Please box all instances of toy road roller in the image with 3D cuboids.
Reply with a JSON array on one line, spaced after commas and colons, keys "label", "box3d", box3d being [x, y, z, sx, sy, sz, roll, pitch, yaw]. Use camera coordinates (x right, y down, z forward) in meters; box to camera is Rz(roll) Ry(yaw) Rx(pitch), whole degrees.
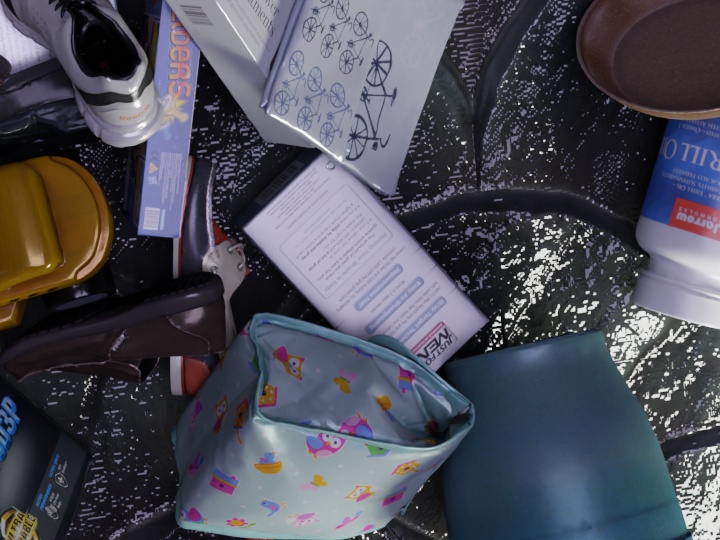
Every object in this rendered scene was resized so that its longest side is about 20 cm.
[{"label": "toy road roller", "box3d": [-0.286, -0.022, 1.659, 0.199, 0.146, 0.123, -16, 84, 1]}]

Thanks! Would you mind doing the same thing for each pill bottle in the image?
[{"label": "pill bottle", "box3d": [0.293, -0.058, 1.826, 0.112, 0.112, 0.201, 14, 94, -15]}]

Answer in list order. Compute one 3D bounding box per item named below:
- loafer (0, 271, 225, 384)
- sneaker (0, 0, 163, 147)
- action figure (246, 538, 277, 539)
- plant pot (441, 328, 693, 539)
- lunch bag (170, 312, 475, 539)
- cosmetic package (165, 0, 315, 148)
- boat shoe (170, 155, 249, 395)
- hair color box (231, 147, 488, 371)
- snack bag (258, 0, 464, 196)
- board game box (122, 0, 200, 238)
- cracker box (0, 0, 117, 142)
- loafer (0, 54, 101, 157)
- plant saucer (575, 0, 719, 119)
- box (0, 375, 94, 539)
[{"label": "loafer", "box3d": [-0.192, 0.060, 1.717, 0.199, 0.073, 0.071, -15, 102, 22]}, {"label": "sneaker", "box3d": [-0.206, -0.186, 1.614, 0.074, 0.080, 0.200, -32, 66, -17]}, {"label": "action figure", "box3d": [-0.085, 0.294, 1.797, 0.193, 0.105, 0.200, 33, 88, -6]}, {"label": "plant pot", "box3d": [0.153, 0.150, 1.790, 0.199, 0.200, 0.189, -12, 87, -11]}, {"label": "lunch bag", "box3d": [-0.028, 0.134, 1.739, 0.199, 0.122, 0.170, 12, 138, -23]}, {"label": "cosmetic package", "box3d": [-0.063, -0.210, 1.669, 0.200, 0.052, 0.151, 54, 50, -54]}, {"label": "boat shoe", "box3d": [-0.120, 0.006, 1.758, 0.062, 0.071, 0.201, 2, 104, 2]}, {"label": "hair color box", "box3d": [0.000, 0.000, 1.793, 0.099, 0.061, 0.200, -44, 104, -3]}, {"label": "snack bag", "box3d": [0.007, -0.168, 1.710, 0.200, 0.021, 0.189, 35, 70, -52]}, {"label": "board game box", "box3d": [-0.152, -0.133, 1.700, 0.034, 0.135, 0.201, 5, 98, -12]}, {"label": "cracker box", "box3d": [-0.283, -0.164, 1.705, 0.199, 0.058, 0.134, -9, 101, -11]}, {"label": "loafer", "box3d": [-0.269, -0.126, 1.657, 0.199, 0.073, 0.073, -9, 82, -16]}, {"label": "plant saucer", "box3d": [0.276, -0.184, 1.781, 0.200, 0.201, 0.037, -26, 134, -8]}, {"label": "box", "box3d": [-0.293, 0.158, 1.679, 0.159, 0.200, 0.046, 42, 114, -15]}]
